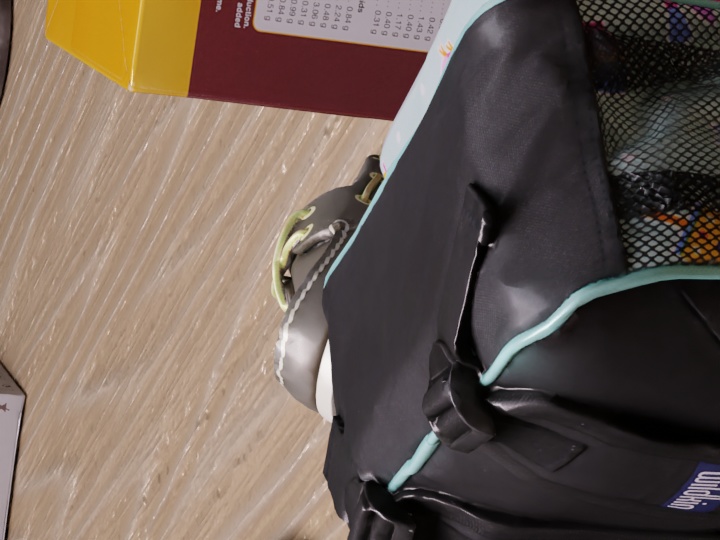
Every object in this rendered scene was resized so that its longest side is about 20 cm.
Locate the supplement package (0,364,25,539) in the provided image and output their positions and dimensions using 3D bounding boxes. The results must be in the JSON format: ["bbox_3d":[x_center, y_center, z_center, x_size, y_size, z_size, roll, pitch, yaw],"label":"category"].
[{"bbox_3d":[-0.343,0.167,1.644,0.111,0.155,0.201,-149,66,-64],"label":"supplement package"}]

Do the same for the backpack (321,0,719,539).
[{"bbox_3d":[0.101,-0.003,0.560,0.176,0.199,0.154,116,156,-55],"label":"backpack"}]

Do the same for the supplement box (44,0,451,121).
[{"bbox_3d":[0.010,-0.159,0.796,0.133,0.199,0.199,-147,64,-65],"label":"supplement box"}]

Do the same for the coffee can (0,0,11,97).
[{"bbox_3d":[-0.386,-0.188,1.755,0.146,0.199,0.148,-176,90,-68],"label":"coffee can"}]

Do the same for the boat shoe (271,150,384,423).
[{"bbox_3d":[-0.001,0.003,0.843,0.202,0.060,0.073,-46,-24,-67],"label":"boat shoe"}]
